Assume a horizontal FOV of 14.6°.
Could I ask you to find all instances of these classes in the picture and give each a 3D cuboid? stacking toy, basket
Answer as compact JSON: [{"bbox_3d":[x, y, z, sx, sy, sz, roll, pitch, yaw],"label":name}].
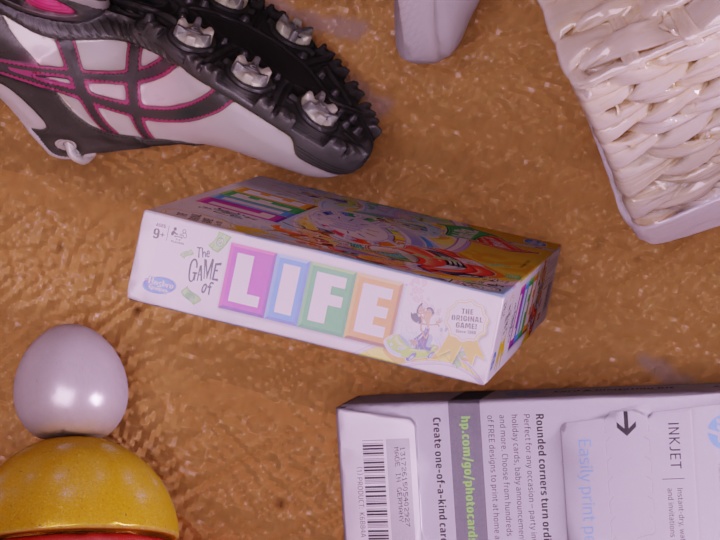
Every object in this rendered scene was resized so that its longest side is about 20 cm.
[{"bbox_3d":[-0.116,0.120,1.172,0.146,0.146,0.200,-2,78,10],"label":"stacking toy"},{"bbox_3d":[0.163,-0.122,1.064,0.200,0.123,0.136,-23,57,10],"label":"basket"}]

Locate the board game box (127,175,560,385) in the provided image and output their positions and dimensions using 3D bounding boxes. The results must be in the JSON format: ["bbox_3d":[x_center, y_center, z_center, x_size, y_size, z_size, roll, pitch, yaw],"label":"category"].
[{"bbox_3d":[0.000,0.000,1.088,0.134,0.200,0.034,13,98,8],"label":"board game box"}]

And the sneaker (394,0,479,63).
[{"bbox_3d":[0.066,-0.176,1.131,0.088,0.075,0.200,13,96,-4],"label":"sneaker"}]

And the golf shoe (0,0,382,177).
[{"bbox_3d":[-0.087,-0.081,1.170,0.200,0.077,0.088,28,119,8],"label":"golf shoe"}]

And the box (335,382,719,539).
[{"bbox_3d":[0.095,0.126,1.159,0.200,0.041,0.156,-3,95,15],"label":"box"}]
